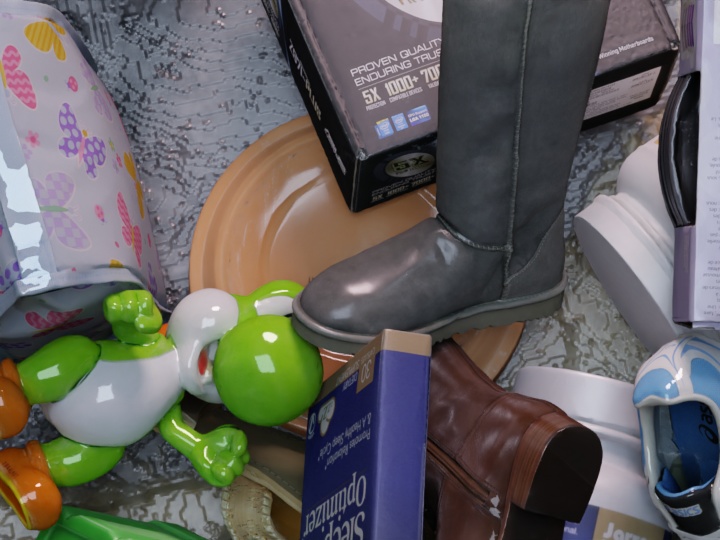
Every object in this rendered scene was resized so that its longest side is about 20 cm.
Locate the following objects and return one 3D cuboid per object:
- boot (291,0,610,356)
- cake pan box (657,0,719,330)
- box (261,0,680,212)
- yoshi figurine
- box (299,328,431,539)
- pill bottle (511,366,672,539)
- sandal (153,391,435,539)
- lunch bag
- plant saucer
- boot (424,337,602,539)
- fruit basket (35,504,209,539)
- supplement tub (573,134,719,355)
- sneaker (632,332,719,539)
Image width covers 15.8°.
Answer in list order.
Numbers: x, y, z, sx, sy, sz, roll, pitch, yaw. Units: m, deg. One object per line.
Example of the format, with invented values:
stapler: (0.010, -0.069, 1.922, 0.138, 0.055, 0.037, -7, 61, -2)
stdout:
boot: (0.049, -0.062, 1.382, 0.181, 0.201, 0.073, -15, 40, -28)
cake pan box: (0.257, -0.058, 1.355, 0.199, 0.052, 0.185, 0, 88, -6)
box: (0.058, -0.149, 1.485, 0.199, 0.086, 0.164, -19, 72, -9)
yoshi figurine: (-0.103, 0.064, 1.402, 0.199, 0.113, 0.112, -24, 70, -19)
box: (0.000, 0.143, 1.352, 0.032, 0.121, 0.201, 9, 69, -18)
pill bottle: (0.108, 0.161, 1.429, 0.119, 0.120, 0.201, 12, 80, 4)
sandal: (-0.057, 0.130, 1.479, 0.211, 0.078, 0.070, 31, 113, 14)
lunch bag: (-0.188, -0.045, 1.436, 0.127, 0.200, 0.170, -18, 80, -2)
plant saucer: (0.000, 0.000, 1.497, 0.199, 0.032, 0.201, 0, 74, 0)
boot: (0.035, 0.133, 1.383, 0.064, 0.200, 0.187, 28, 90, -31)
fruit basket: (-0.105, 0.249, 1.429, 0.215, 0.155, 0.217, -8, 104, -35)
supplement tub: (0.233, -0.036, 1.449, 0.200, 0.144, 0.145, -35, 80, -4)
sneaker: (0.190, 0.133, 1.383, 0.072, 0.072, 0.201, -36, 111, -41)
